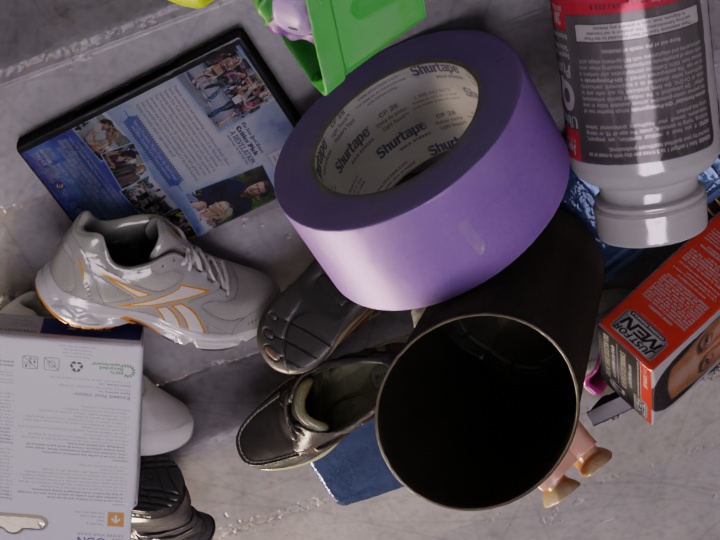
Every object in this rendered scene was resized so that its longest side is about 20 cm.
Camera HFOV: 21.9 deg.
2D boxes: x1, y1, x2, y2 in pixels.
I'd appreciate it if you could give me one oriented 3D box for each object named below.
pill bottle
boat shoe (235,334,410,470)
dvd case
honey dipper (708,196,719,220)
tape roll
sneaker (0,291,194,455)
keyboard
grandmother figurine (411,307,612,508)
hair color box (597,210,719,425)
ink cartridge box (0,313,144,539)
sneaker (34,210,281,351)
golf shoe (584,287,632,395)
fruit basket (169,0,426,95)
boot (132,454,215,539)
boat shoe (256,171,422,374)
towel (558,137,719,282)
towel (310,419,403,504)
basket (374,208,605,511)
[{"bbox_3d":[0.198,-0.124,1.324,0.110,0.111,0.202,-9,108,2],"label":"pill bottle"},{"bbox_3d":[-0.031,0.106,1.485,0.200,0.072,0.066,-27,165,31],"label":"boat shoe"},{"bbox_3d":[-0.141,-0.087,1.417,0.199,0.018,0.143,-24,126,14],"label":"dvd case"},{"bbox_3d":[0.220,-0.027,1.491,0.199,0.038,0.038,-31,125,23],"label":"honey dipper"},{"bbox_3d":[0.043,-0.073,1.329,0.199,0.201,0.085,-25,127,14],"label":"tape roll"},{"bbox_3d":[-0.215,0.086,1.515,0.199,0.071,0.080,27,119,-23],"label":"sneaker"},{"bbox_3d":[0.279,0.081,1.532,0.199,0.127,0.021,-28,87,15],"label":"keyboard"},{"bbox_3d":[0.109,0.092,1.483,0.201,0.121,0.061,53,156,2],"label":"grandmother figurine"},{"bbox_3d":[0.273,0.016,1.432,0.200,0.061,0.102,-41,153,-12],"label":"hair color box"},{"bbox_3d":[-0.272,0.129,1.479,0.197,0.041,0.202,5,116,-4],"label":"ink cartridge box"},{"bbox_3d":[-0.143,0.002,1.431,0.198,0.076,0.092,5,134,-30],"label":"sneaker"},{"bbox_3d":[0.258,0.049,1.516,0.198,0.092,0.076,-18,126,7],"label":"golf shoe"},{"bbox_3d":[-0.076,-0.226,1.245,0.214,0.156,0.217,-13,127,-18],"label":"fruit basket"},{"bbox_3d":[-0.230,0.198,1.598,0.198,0.070,0.132,14,156,14],"label":"boot"},{"bbox_3d":[0.000,0.000,1.468,0.200,0.074,0.076,-41,82,6],"label":"boat shoe"},{"bbox_3d":[0.188,-0.058,1.438,0.200,0.049,0.112,-38,104,24],"label":"towel"},{"bbox_3d":[0.051,0.126,1.573,0.198,0.049,0.112,-20,125,9],"label":"towel"},{"bbox_3d":[0.106,0.049,1.362,0.135,0.200,0.181,29,126,-1],"label":"basket"}]
